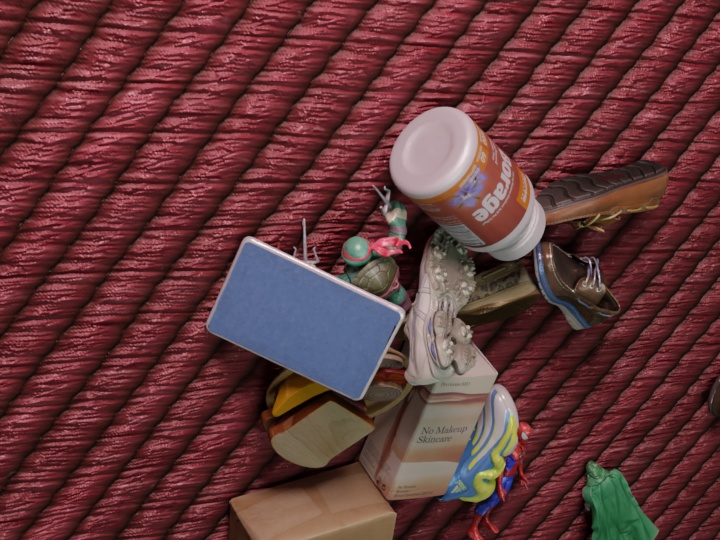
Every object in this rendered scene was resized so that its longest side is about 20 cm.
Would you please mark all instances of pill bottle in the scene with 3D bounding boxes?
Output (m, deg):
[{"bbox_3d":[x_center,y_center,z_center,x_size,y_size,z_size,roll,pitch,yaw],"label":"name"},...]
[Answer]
[{"bbox_3d":[0.129,-0.091,1.628,0.112,0.112,0.200,-47,136,6],"label":"pill bottle"}]

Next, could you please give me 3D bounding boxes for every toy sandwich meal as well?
[{"bbox_3d":[-0.026,0.160,1.710,0.203,0.071,0.206,-9,146,-6],"label":"toy sandwich meal"}]

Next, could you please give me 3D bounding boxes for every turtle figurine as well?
[{"bbox_3d":[0.000,0.000,1.625,0.149,0.101,0.201,-23,143,-4],"label":"turtle figurine"}]

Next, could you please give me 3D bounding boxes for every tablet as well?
[{"bbox_3d":[-0.063,0.055,1.598,0.199,0.014,0.131,25,114,-3],"label":"tablet"}]

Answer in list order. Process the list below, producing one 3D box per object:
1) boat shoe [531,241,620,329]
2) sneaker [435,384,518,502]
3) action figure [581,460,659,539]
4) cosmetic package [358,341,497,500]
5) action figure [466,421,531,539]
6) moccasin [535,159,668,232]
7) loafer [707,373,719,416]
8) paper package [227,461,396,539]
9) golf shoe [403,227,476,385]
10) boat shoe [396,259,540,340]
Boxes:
[{"bbox_3d":[0.277,0.010,1.823,0.072,0.073,0.200,-14,152,23],"label":"boat shoe"},{"bbox_3d":[0.147,0.244,1.927,0.104,0.076,0.201,-11,129,-26],"label":"sneaker"},{"bbox_3d":[0.382,0.362,2.194,0.118,0.055,0.201,-31,128,-8],"label":"action figure"},{"bbox_3d":[0.085,0.189,1.833,0.103,0.087,0.201,0,123,-33],"label":"cosmetic package"},{"bbox_3d":[0.204,0.296,2.021,0.065,0.052,0.201,-22,134,-47],"label":"action figure"},{"bbox_3d":[0.297,-0.084,1.782,0.200,0.073,0.078,-18,123,-35],"label":"moccasin"},{"bbox_3d":[0.619,0.161,2.185,0.200,0.071,0.073,-39,136,-2],"label":"loafer"},{"bbox_3d":[-0.070,0.367,1.856,0.199,0.104,0.192,-13,131,-27],"label":"paper package"},{"bbox_3d":[0.081,0.042,1.676,0.078,0.201,0.097,30,137,-29],"label":"golf shoe"},{"bbox_3d":[0.124,0.037,1.771,0.199,0.063,0.073,-12,155,-23],"label":"boat shoe"}]
